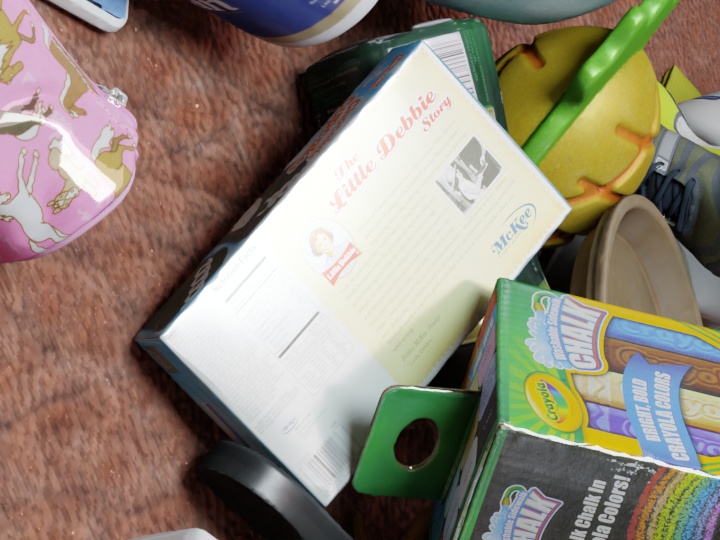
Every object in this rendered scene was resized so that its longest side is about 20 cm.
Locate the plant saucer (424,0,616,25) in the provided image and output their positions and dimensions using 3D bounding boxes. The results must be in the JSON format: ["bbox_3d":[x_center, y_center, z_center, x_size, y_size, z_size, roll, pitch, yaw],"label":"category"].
[{"bbox_3d":[0.049,-0.166,1.204,0.201,0.201,0.039,-5,116,-56],"label":"plant saucer"}]

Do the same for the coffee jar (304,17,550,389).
[{"bbox_3d":[0.041,-0.025,1.176,0.085,0.104,0.200,-15,92,-28],"label":"coffee jar"}]

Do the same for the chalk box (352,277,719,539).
[{"bbox_3d":[0.100,0.094,1.057,0.124,0.200,0.125,-82,-171,-58],"label":"chalk box"}]

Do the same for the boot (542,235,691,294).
[{"bbox_3d":[0.148,0.058,1.347,0.200,0.072,0.182,-37,111,-61],"label":"boot"}]

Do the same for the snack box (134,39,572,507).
[{"bbox_3d":[0.000,0.000,1.077,0.116,0.037,0.200,47,69,-16],"label":"snack box"}]

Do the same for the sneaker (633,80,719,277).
[{"bbox_3d":[0.170,-0.055,1.345,0.081,0.200,0.074,-2,119,-28],"label":"sneaker"}]

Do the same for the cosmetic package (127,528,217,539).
[{"bbox_3d":[-0.086,0.230,0.849,0.165,0.165,0.200,41,47,-39],"label":"cosmetic package"}]

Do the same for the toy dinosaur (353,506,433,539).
[{"bbox_3d":[0.051,0.137,1.128,0.060,0.106,0.200,61,29,-16],"label":"toy dinosaur"}]

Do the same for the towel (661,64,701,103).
[{"bbox_3d":[0.268,-0.048,1.549,0.200,0.018,0.086,45,36,-13],"label":"towel"}]

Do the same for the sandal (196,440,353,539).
[{"bbox_3d":[-0.014,0.158,1.078,0.200,0.075,0.048,46,69,-26],"label":"sandal"}]

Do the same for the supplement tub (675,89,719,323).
[{"bbox_3d":[0.287,-0.059,1.450,0.200,0.145,0.145,-19,94,-32],"label":"supplement tub"}]

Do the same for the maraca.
[{"bbox_3d":[0.117,-0.086,1.251,0.107,0.200,0.137,37,46,4],"label":"maraca"}]

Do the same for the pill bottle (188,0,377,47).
[{"bbox_3d":[-0.077,-0.186,1.040,0.200,0.111,0.111,25,59,-49],"label":"pill bottle"}]

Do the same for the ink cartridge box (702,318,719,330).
[{"bbox_3d":[0.270,0.109,1.507,0.145,0.048,0.200,35,51,-45],"label":"ink cartridge box"}]

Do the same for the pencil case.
[{"bbox_3d":[-0.174,-0.097,0.917,0.200,0.083,0.087,53,41,-28],"label":"pencil case"}]

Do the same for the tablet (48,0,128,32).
[{"bbox_3d":[-0.149,-0.223,1.060,0.130,0.014,0.200,29,55,-47],"label":"tablet"}]

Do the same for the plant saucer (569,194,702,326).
[{"bbox_3d":[0.154,0.059,1.239,0.200,0.029,0.201,-8,90,-67],"label":"plant saucer"}]
